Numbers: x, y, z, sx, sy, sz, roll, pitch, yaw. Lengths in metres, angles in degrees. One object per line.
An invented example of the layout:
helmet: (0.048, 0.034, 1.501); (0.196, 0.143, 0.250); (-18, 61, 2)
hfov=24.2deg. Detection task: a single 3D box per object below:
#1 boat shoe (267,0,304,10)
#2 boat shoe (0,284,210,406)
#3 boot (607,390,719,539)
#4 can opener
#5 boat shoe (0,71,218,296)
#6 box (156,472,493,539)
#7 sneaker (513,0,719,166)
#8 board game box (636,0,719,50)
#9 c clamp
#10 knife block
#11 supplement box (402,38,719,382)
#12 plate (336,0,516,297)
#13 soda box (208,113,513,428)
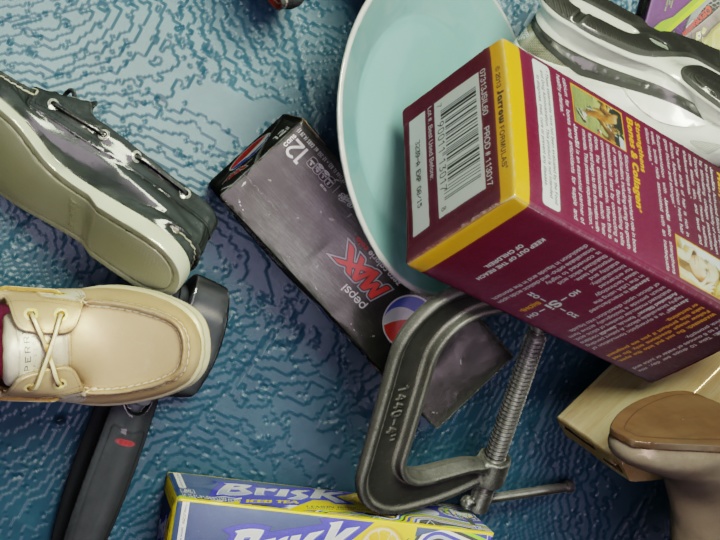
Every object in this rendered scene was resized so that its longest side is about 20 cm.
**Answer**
boat shoe: (-0.099, -0.227, 0.963); (0.063, 0.071, 0.200); (-39, 99, -19)
boat shoe: (-0.186, 0.045, 0.954); (0.200, 0.069, 0.074); (0, 95, 15)
boot: (0.207, 0.146, 0.997); (0.200, 0.070, 0.146); (-3, 117, -35)
can opener: (-0.142, 0.093, 1.012); (0.079, 0.063, 0.200); (22, 94, -14)
boat shoe: (-0.167, -0.069, 0.978); (0.199, 0.075, 0.066); (35, 54, 7)
box: (-0.025, 0.173, 1.045); (0.200, 0.070, 0.064); (8, 95, -13)
sneaker: (0.172, -0.085, 1.029); (0.200, 0.076, 0.115); (26, 122, -11)
board game box: (0.236, -0.163, 1.066); (0.120, 0.032, 0.200); (14, 97, -9)
c clamp: (0.073, 0.078, 1.012); (0.171, 0.027, 0.200); (-13, 132, -26)
knife block: (0.233, 0.036, 1.047); (0.200, 0.064, 0.176); (0, 112, -36)
supplement box: (0.124, -0.029, 0.946); (0.200, 0.086, 0.110); (25, 49, -33)
plate: (0.041, -0.084, 0.991); (0.200, 0.026, 0.200); (0, 90, -52)
soda box: (0.000, 0.000, 1.026); (0.071, 0.063, 0.200); (-43, 104, -2)
